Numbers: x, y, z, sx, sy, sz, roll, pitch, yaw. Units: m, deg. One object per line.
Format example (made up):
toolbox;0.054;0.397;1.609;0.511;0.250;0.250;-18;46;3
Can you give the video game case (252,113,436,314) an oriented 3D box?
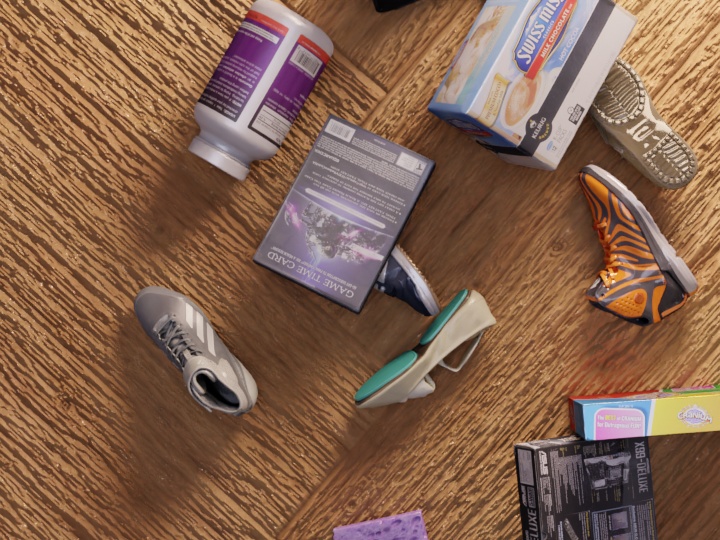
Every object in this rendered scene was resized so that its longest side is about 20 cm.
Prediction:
video game case;-0.019;-0.068;1.379;0.142;0.019;0.201;26;82;11

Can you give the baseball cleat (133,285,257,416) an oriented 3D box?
baseball cleat;-0.201;0.092;1.402;0.200;0.106;0.070;41;97;6

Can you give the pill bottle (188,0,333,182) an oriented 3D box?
pill bottle;-0.123;-0.211;1.401;0.112;0.112;0.201;30;91;4

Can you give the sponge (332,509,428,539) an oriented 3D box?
sponge;0.043;0.396;1.415;0.111;0.030;0.201;-14;88;4

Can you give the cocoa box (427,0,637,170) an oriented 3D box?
cocoa box;0.193;-0.236;1.351;0.131;0.133;0.201;29;91;-20

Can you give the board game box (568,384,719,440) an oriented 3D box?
board game box;0.344;0.160;1.337;0.199;0.153;0.041;-5;87;3

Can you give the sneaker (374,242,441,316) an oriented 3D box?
sneaker;0.000;0.000;1.406;0.108;0.070;0.200;-40;79;-3

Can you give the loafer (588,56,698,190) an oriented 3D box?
loafer;0.320;-0.169;1.392;0.075;0.068;0.201;-30;71;-1

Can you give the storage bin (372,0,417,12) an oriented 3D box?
storage bin;0.060;-0.380;1.346;0.135;0.200;0.094;-21;86;3

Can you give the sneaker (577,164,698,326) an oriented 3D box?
sneaker;0.296;-0.021;1.382;0.112;0.078;0.200;-37;86;1

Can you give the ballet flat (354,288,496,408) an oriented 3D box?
ballet flat;0.082;0.109;1.405;0.200;0.069;0.069;-44;86;2

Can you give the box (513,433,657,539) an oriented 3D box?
box;0.264;0.291;1.360;0.157;0.050;0.201;-5;88;-23
